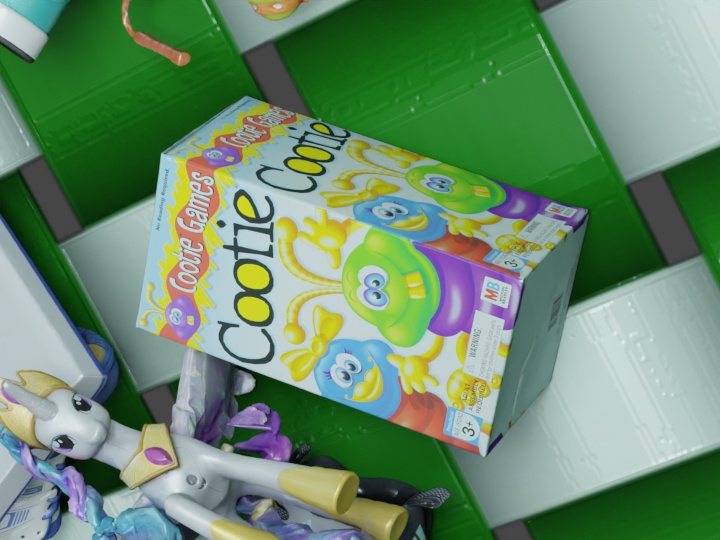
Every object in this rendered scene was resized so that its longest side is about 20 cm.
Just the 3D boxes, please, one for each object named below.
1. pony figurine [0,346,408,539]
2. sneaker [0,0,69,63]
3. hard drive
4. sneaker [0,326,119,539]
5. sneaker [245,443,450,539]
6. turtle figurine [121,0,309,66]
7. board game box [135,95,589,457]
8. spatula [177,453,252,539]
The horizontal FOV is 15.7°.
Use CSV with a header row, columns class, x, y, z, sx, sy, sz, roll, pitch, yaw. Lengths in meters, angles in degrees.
class,x,y,z,sx,sy,sz,roll,pitch,yaw
pony figurine,-0.081,0.107,1.344,0.199,0.193,0.167,21,82,20
sneaker,-0.199,-0.202,1.369,0.200,0.084,0.121,37,91,39
hard drive,-0.229,0.030,1.454,0.132,0.025,0.200,-51,59,26
sneaker,-0.193,0.108,1.508,0.088,0.075,0.200,42,125,-16
sneaker,0.024,0.175,1.416,0.200,0.078,0.140,36,122,8
turtle figurine,-0.047,-0.195,1.308,0.199,0.064,0.162,-6,100,36
board game box,0.000,0.000,1.341,0.199,0.103,0.106,19,117,17
spatula,-0.119,0.167,1.513,0.056,0.021,0.200,37,120,-7
